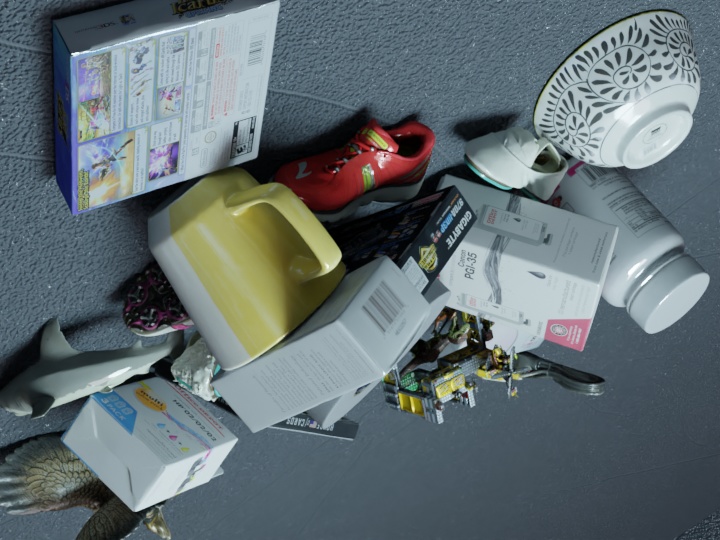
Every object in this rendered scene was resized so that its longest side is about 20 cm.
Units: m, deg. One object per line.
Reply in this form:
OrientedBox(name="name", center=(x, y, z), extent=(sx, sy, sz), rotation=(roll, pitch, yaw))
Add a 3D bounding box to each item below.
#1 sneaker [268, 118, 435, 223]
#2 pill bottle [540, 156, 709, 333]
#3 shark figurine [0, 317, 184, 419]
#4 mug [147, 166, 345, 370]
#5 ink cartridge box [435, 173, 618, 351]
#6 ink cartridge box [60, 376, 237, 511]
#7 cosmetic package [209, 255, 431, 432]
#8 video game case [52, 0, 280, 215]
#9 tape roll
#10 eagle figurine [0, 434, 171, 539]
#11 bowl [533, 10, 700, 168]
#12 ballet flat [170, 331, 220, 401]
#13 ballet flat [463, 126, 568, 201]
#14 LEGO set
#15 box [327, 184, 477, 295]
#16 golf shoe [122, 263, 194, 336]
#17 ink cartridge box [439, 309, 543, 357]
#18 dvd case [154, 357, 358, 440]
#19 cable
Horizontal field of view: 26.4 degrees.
OrientedBox(name="sneaker", center=(-0.006, -0.108, 1.494), extent=(0.199, 0.077, 0.085), rotation=(-20, 147, -42))
OrientedBox(name="pill bottle", center=(0.296, -0.032, 1.754), extent=(0.113, 0.200, 0.114), rotation=(-30, 153, -18))
OrientedBox(name="shark figurine", center=(-0.271, 0.083, 1.529), extent=(0.213, 0.090, 0.128), rotation=(-20, -175, -5))
OrientedBox(name="mug", center=(-0.103, -0.024, 1.411), extent=(0.186, 0.153, 0.150), rotation=(-34, -168, 22))
OrientedBox(name="ink cartridge box", center=(0.167, -0.008, 1.674), extent=(0.147, 0.199, 0.083), rotation=(91, 20, -58))
OrientedBox(name="ink cartridge box", center=(-0.214, 0.178, 1.651), extent=(0.068, 0.115, 0.200), rotation=(-54, 165, 17))
OrientedBox(name="cosmetic package", center=(-0.039, 0.070, 1.414), extent=(0.200, 0.074, 0.102), rotation=(-29, -164, 46))
OrientedBox(name="video game case", center=(-0.166, -0.148, 1.287), extent=(0.180, 0.046, 0.201), rotation=(-20, 150, -23))
OrientedBox(name="tape roll", center=(0.007, 0.074, 1.642), extent=(0.200, 0.066, 0.200), rotation=(-45, 171, -9))
OrientedBox(name="eagle figurine", center=(-0.282, 0.255, 1.688), extent=(0.151, 0.152, 0.200), rotation=(-11, 163, 23))
OrientedBox(name="bowl", center=(0.294, -0.173, 1.652), extent=(0.200, 0.095, 0.201), rotation=(-23, 151, -14))
OrientedBox(name="ballet flat", center=(-0.133, 0.058, 1.604), extent=(0.200, 0.072, 0.072), rotation=(-50, 173, -47))
OrientedBox(name="ballet flat", center=(0.171, -0.121, 1.647), extent=(0.069, 0.070, 0.200), rotation=(-41, 158, 17))
OrientedBox(name="LEGO set", center=(0.109, 0.090, 1.793), extent=(0.199, 0.116, 0.155), rotation=(-13, 105, -35))
OrientedBox(name="box", center=(0.000, 0.000, 1.518), extent=(0.199, 0.046, 0.159), rotation=(-18, -156, 41))
OrientedBox(name="golf shoe", center=(-0.142, 0.013, 1.540), extent=(0.199, 0.073, 0.092), rotation=(-30, 154, -3))
OrientedBox(name="ink cartridge box", center=(0.198, 0.038, 1.946), extent=(0.162, 0.057, 0.200), rotation=(-11, 150, -34))
OrientedBox(name="dvd case", center=(-0.113, 0.144, 1.711), extent=(0.200, 0.150, 0.025), rotation=(17, 94, -56))
OrientedBox(name="cable", center=(0.238, 0.139, 2.035), extent=(0.097, 0.199, 0.051), rotation=(-6, 110, -58))
